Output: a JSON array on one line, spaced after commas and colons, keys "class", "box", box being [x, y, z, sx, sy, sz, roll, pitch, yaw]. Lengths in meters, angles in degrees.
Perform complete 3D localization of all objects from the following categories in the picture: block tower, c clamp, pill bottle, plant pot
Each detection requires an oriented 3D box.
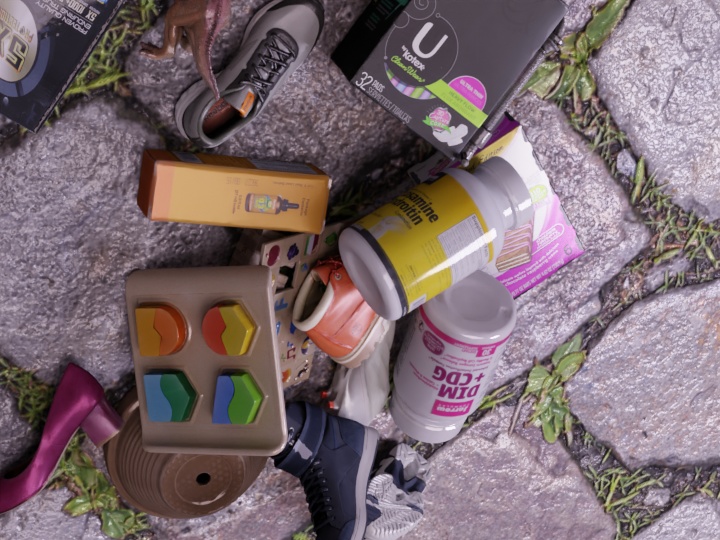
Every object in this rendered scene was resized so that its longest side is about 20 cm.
[{"class": "block tower", "box": [-0.133, 0.047, 1.608, 0.057, 0.054, 0.201, 23, 96, -27]}, {"class": "c clamp", "box": [0.163, -0.196, 1.552, 0.027, 0.171, 0.201, 35, 95, -8]}, {"class": "pill bottle", "box": [0.102, 0.103, 1.682, 0.112, 0.114, 0.201, -2, 136, -19]}, {"class": "plant pot", "box": [-0.192, 0.217, 1.669, 0.199, 0.093, 0.203, -9, 119, -16]}, {"class": "pill bottle", "box": [0.084, -0.040, 1.552, 0.199, 0.112, 0.113, -31, 123, -15]}]

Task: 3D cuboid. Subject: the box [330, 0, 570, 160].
[{"class": "box", "box": [0.091, -0.249, 1.509, 0.148, 0.124, 0.201, 35, 100, -21]}]

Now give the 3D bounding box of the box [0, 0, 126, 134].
[{"class": "box", "box": [-0.352, -0.257, 1.372, 0.199, 0.086, 0.164, 32, 102, -30]}]

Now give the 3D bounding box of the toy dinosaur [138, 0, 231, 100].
[{"class": "toy dinosaur", "box": [-0.151, -0.276, 1.402, 0.135, 0.202, 0.085, -21, 161, 36]}]

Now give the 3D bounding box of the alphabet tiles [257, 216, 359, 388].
[{"class": "alphabet tiles", "box": [-0.072, 0.046, 1.623, 0.167, 0.008, 0.202, -19, 128, -51]}]

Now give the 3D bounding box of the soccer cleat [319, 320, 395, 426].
[{"class": "soccer cleat", "box": [0.008, 0.114, 1.710, 0.077, 0.069, 0.201, 6, 120, -28]}]

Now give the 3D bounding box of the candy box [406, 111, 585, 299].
[{"class": "candy box", "box": [0.160, -0.067, 1.673, 0.136, 0.061, 0.201, -34, 122, -1]}]

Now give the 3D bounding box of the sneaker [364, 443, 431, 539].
[{"class": "sneaker", "box": [0.012, 0.300, 1.745, 0.079, 0.199, 0.130, 37, 113, -5]}]

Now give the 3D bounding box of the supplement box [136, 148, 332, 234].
[{"class": "supplement box", "box": [-0.135, -0.085, 1.548, 0.198, 0.069, 0.067, 5, 105, -20]}]

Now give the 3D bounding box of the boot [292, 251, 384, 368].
[{"class": "boot", "box": [0.000, 0.000, 1.614, 0.107, 0.075, 0.201, 34, 80, -37]}]

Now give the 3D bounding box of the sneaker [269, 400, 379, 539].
[{"class": "sneaker", "box": [-0.062, 0.241, 1.629, 0.145, 0.204, 0.077, 28, 137, -22]}]

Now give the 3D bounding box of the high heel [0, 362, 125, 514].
[{"class": "high heel", "box": [-0.368, 0.190, 1.618, 0.199, 0.067, 0.096, -37, 105, -2]}]

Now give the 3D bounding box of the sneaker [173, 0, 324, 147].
[{"class": "sneaker", "box": [-0.107, -0.202, 1.496, 0.200, 0.079, 0.074, -47, 120, 5]}]

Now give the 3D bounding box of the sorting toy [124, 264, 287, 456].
[{"class": "sorting toy", "box": [-0.171, 0.098, 1.551, 0.183, 0.036, 0.202, -2, 95, 26]}]
